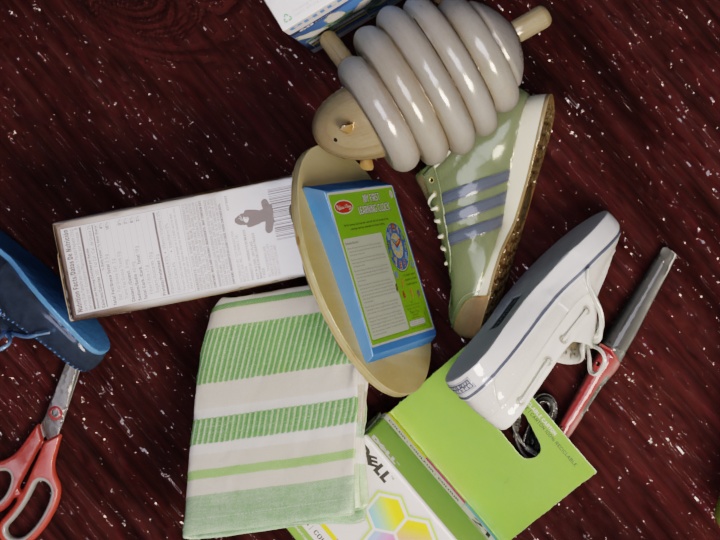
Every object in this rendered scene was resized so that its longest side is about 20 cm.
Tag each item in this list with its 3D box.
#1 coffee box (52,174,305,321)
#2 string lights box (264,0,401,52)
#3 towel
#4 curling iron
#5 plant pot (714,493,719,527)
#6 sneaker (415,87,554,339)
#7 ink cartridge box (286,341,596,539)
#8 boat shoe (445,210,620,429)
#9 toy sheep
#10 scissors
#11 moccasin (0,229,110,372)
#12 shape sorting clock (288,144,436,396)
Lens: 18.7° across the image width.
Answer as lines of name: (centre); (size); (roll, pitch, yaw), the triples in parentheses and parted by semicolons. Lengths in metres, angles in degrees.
coffee box: (-0.126, -0.019, 1.701); (0.199, 0.114, 0.080); (-11, 90, 6)
string lights box: (-0.018, -0.221, 1.643); (0.102, 0.200, 0.059); (-31, 89, 6)
towel: (-0.060, 0.105, 1.682); (0.152, 0.023, 0.201); (-9, 61, 21)
curling iron: (0.185, 0.065, 1.718); (0.050, 0.026, 0.200); (38, 94, 1)
plant pot: (0.365, 0.138, 1.644); (0.187, 0.187, 0.200); (38, 109, 3)
sneaker: (0.084, -0.052, 1.710); (0.089, 0.067, 0.201); (17, 93, 13)
ink cartridge box: (0.057, 0.171, 1.686); (0.200, 0.076, 0.148); (-42, 88, 20)
boat shoe: (0.154, 0.045, 1.673); (0.086, 0.075, 0.202); (47, 58, -11)
toy sheep: (0.052, -0.147, 1.636); (0.200, 0.138, 0.138); (-33, 88, 1)
scissors: (-0.245, 0.130, 1.767); (0.073, 0.014, 0.200); (35, 93, 6)
moccasin: (-0.285, 0.019, 1.743); (0.200, 0.080, 0.068); (41, 99, 17)
shape sorting clock: (0.000, 0.000, 1.646); (0.039, 0.200, 0.201); (-17, 90, 23)
